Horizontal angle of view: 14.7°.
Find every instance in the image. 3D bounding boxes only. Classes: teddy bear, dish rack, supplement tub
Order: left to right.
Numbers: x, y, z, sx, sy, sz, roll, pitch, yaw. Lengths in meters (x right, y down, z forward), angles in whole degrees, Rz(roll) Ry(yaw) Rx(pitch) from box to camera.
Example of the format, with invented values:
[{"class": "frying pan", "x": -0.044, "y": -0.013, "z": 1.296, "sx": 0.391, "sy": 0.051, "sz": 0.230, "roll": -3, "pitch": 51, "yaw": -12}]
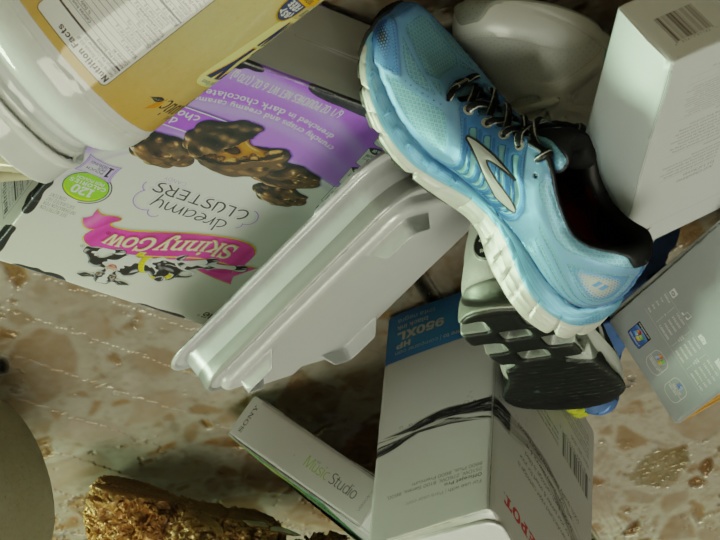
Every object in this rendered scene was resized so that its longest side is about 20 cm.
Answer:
[{"class": "supplement tub", "x": -0.110, "y": -0.149, "z": 1.345, "sx": 0.200, "sy": 0.145, "sz": 0.144, "roll": -36, "pitch": 134, "yaw": 10}, {"class": "teddy bear", "x": -0.084, "y": 0.188, "z": 1.797, "sx": 0.199, "sy": 0.145, "sz": 0.067, "roll": 13, "pitch": 94, "yaw": -15}, {"class": "dish rack", "x": 0.000, "y": 0.000, "z": 1.568, "sx": 0.200, "sy": 0.044, "sz": 0.171, "roll": -44, "pitch": 167, "yaw": 28}]

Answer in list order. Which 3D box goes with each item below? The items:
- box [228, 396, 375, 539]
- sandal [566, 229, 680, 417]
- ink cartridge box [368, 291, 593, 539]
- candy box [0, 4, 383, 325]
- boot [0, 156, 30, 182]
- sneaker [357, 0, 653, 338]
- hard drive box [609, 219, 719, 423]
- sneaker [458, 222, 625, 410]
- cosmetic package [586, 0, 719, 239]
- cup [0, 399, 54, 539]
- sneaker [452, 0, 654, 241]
[{"class": "box", "x": 0.018, "y": 0.165, "z": 1.783, "sx": 0.036, "sy": 0.144, "sz": 0.200, "roll": -51, "pitch": 133, "yaw": -7}, {"class": "sandal", "x": 0.149, "y": 0.015, "z": 1.670, "sx": 0.086, "sy": 0.080, "sz": 0.201, "roll": -10, "pitch": 142, "yaw": -3}, {"class": "ink cartridge box", "x": 0.075, "y": 0.130, "z": 1.672, "sx": 0.084, "sy": 0.201, "sz": 0.145, "roll": -18, "pitch": 126, "yaw": 20}, {"class": "candy box", "x": -0.088, "y": -0.067, "z": 1.534, "sx": 0.167, "sy": 0.072, "sz": 0.200, "roll": 18, "pitch": 134, "yaw": -29}, {"class": "boot", "x": -0.253, "y": -0.091, "z": 1.441, "sx": 0.198, "sy": 0.108, "sz": 0.075, "roll": 0, "pitch": 177, "yaw": -6}, {"class": "sneaker", "x": 0.083, "y": -0.066, "z": 1.457, "sx": 0.200, "sy": 0.078, "sz": 0.090, "roll": 49, "pitch": 136, "yaw": -2}, {"class": "hard drive box", "x": 0.257, "y": -0.011, "z": 1.568, "sx": 0.155, "sy": 0.077, "sz": 0.200, "roll": -25, "pitch": 167, "yaw": -35}, {"class": "sneaker", "x": 0.104, "y": 0.018, "z": 1.578, "sx": 0.074, "sy": 0.089, "sz": 0.200, "roll": -7, "pitch": 155, "yaw": 13}, {"class": "cosmetic package", "x": 0.212, "y": -0.105, "z": 1.485, "sx": 0.199, "sy": 0.052, "sz": 0.151, "roll": -24, "pitch": 146, "yaw": -27}, {"class": "cup", "x": -0.271, "y": 0.144, "z": 1.691, "sx": 0.143, "sy": 0.201, "sz": 0.201, "roll": -18, "pitch": 149, "yaw": -32}, {"class": "sneaker", "x": 0.117, "y": -0.079, "z": 1.533, "sx": 0.070, "sy": 0.081, "sz": 0.200, "roll": -4, "pitch": 147, "yaw": 43}]
